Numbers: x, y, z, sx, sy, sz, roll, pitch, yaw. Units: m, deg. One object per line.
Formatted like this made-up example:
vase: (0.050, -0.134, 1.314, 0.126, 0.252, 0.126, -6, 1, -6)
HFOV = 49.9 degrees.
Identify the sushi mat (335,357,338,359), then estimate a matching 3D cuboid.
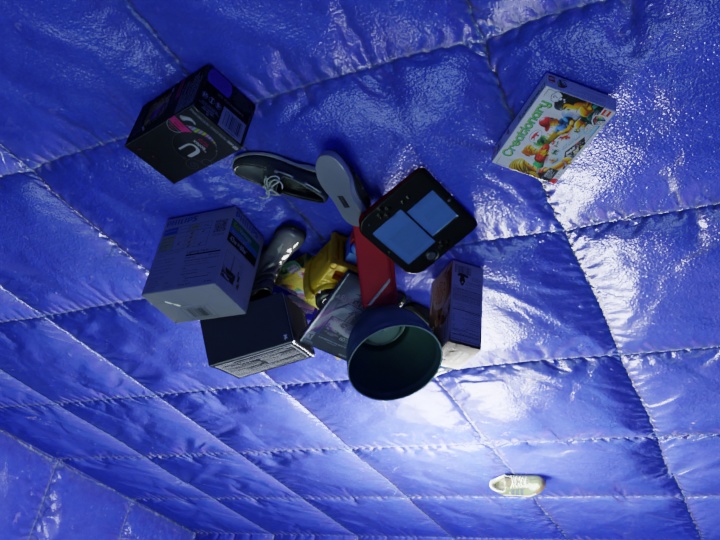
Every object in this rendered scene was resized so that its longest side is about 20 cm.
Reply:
sushi mat: (0.005, 0.207, 2.070, 0.199, 0.012, 0.096, -7, 141, 24)

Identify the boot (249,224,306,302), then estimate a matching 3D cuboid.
boot: (-0.187, -0.008, 1.698, 0.069, 0.132, 0.200, 24, 144, -18)

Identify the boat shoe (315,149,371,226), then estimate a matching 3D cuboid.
boat shoe: (-0.030, -0.166, 1.486, 0.068, 0.057, 0.200, 5, 146, 25)

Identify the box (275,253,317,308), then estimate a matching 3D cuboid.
box: (-0.109, 0.030, 1.810, 0.199, 0.049, 0.117, 31, 142, -31)

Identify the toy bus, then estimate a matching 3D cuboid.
toy bus: (0.000, 0.000, 1.679, 0.199, 0.136, 0.192, 21, 130, -19)

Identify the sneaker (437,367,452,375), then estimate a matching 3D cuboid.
sneaker: (0.160, 0.256, 2.047, 0.199, 0.074, 0.082, -18, 139, 38)

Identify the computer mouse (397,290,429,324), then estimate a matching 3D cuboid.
computer mouse: (0.134, 0.128, 1.880, 0.199, 0.053, 0.139, 23, 144, -17)

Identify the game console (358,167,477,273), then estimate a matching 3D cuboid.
game console: (0.111, -0.091, 1.523, 0.177, 0.031, 0.200, -37, 129, 19)

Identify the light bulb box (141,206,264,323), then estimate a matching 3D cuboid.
light bulb box: (-0.336, -0.011, 1.674, 0.197, 0.201, 0.125, -8, 143, 26)

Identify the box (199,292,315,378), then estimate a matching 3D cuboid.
box: (-0.229, 0.150, 1.749, 0.199, 0.124, 0.198, -17, 163, 5)

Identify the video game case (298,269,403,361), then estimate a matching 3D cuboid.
video game case: (-0.021, 0.102, 1.663, 0.142, 0.019, 0.200, 26, 116, -24)

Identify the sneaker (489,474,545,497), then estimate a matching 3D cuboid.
sneaker: (0.529, 0.735, 2.653, 0.090, 0.067, 0.200, 26, 147, -31)

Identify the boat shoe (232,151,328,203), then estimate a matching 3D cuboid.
boat shoe: (-0.155, -0.174, 1.504, 0.199, 0.062, 0.075, 15, 148, -5)

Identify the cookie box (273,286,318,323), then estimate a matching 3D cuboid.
cookie box: (-0.204, 0.125, 1.952, 0.170, 0.076, 0.200, 15, 146, -6)

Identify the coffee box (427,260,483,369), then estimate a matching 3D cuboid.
coffee box: (0.205, 0.096, 1.675, 0.079, 0.201, 0.114, 16, 147, -13)

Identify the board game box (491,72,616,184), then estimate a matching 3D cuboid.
board game box: (0.321, -0.234, 1.304, 0.126, 0.035, 0.200, 17, 146, -9)

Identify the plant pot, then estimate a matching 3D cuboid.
plant pot: (0.057, 0.152, 1.617, 0.199, 0.134, 0.201, -7, 126, -10)

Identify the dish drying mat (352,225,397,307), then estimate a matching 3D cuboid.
dish drying mat: (0.029, -0.025, 1.584, 0.076, 0.018, 0.201, -5, 100, 8)

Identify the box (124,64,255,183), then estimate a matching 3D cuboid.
box: (-0.305, -0.257, 1.385, 0.199, 0.107, 0.122, -18, 136, 37)
